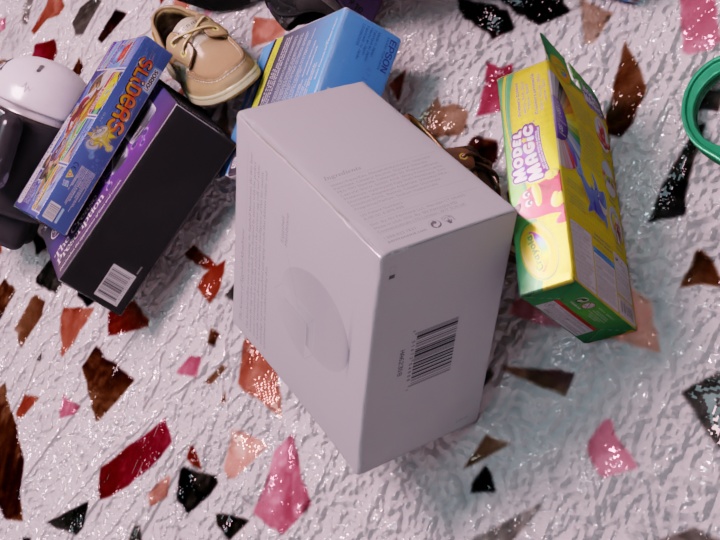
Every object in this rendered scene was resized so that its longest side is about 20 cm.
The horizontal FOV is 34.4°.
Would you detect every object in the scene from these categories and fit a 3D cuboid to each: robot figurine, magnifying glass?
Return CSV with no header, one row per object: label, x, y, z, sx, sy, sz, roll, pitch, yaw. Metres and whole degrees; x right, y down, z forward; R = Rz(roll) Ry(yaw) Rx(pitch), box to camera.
robot figurine,-0.363,-0.129,1.252,0.150,0.124,0.203,33,105,47
magnifying glass,0.289,-0.072,0.818,0.079,0.022,0.202,-32,53,23

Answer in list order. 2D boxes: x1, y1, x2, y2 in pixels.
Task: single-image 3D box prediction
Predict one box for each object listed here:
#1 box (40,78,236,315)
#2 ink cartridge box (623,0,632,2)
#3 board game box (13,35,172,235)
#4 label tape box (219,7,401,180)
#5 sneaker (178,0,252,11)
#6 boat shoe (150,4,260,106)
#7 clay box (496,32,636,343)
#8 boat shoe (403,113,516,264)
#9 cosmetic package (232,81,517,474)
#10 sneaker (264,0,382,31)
box,-0.222,-0.080,1.144,0.201,0.078,0.141,-55,28,5
ink cartridge box,0.166,-0.326,0.973,0.199,0.084,0.146,27,88,42
board game box,-0.267,-0.136,1.148,0.202,0.034,0.135,-60,26,-6
label tape box,-0.053,-0.145,1.065,0.199,0.065,0.145,-1,68,66
sneaker,-0.125,-0.327,1.206,0.197,0.074,0.090,0,69,25
boat shoe,-0.163,-0.218,1.154,0.074,0.067,0.199,-39,34,-13
clay box,0.150,-0.061,0.854,0.047,0.115,0.203,-18,61,29
boat shoe,0.076,-0.070,0.942,0.200,0.072,0.068,38,97,43
cosmetic package,0.000,0.000,0.877,0.200,0.122,0.202,44,141,39
sneaker,-0.076,-0.277,1.092,0.197,0.076,0.089,22,90,4
